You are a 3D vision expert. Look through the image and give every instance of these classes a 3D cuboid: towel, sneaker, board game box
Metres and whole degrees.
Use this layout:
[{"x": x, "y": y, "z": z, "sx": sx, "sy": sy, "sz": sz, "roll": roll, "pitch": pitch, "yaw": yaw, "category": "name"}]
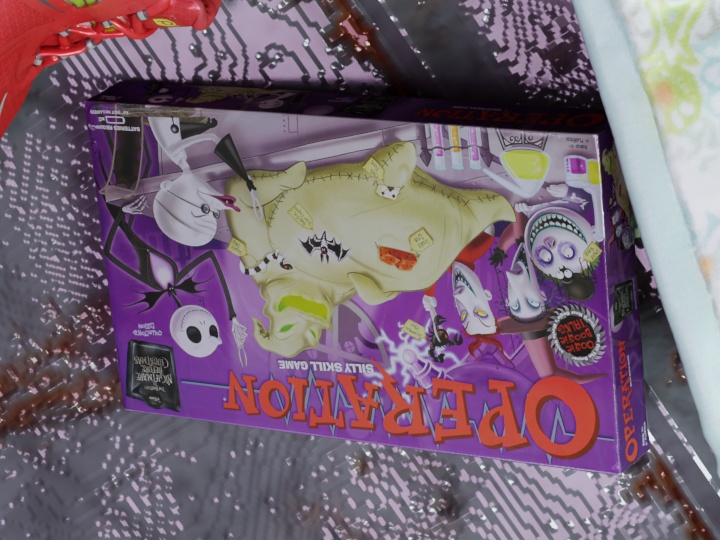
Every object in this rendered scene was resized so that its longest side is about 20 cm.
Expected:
[{"x": 0.165, "y": -0.048, "z": 0.884, "sx": 0.171, "sy": 0.048, "sz": 0.200, "roll": -15, "pitch": 97, "yaw": 11, "category": "towel"}, {"x": -0.091, "y": -0.099, "z": 0.970, "sx": 0.085, "sy": 0.077, "sz": 0.200, "roll": 36, "pitch": 118, "yaw": 1, "category": "sneaker"}, {"x": 0.000, "y": 0.000, "z": 0.982, "sx": 0.200, "sy": 0.032, "sz": 0.120, "roll": 5, "pitch": 116, "yaw": 30, "category": "board game box"}]

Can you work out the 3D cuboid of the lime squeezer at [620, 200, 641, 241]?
[{"x": 0.096, "y": -0.038, "z": 0.947, "sx": 0.071, "sy": 0.038, "sz": 0.200, "roll": 38, "pitch": 119, "yaw": 2, "category": "lime squeezer"}]
